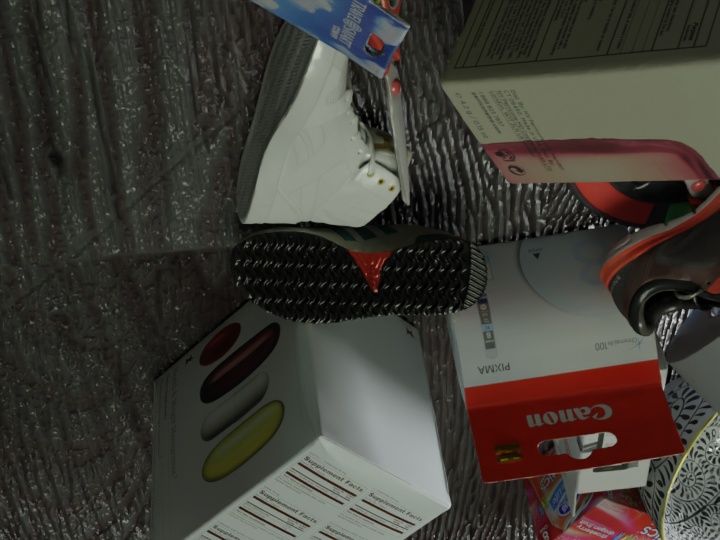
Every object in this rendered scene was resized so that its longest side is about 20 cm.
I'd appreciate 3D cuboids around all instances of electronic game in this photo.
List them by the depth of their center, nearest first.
[{"bbox_3d":[0.245,-0.109,0.969,0.196,0.042,0.202,-5,135,-5],"label":"electronic game"}]

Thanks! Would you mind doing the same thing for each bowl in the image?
[{"bbox_3d":[0.315,0.158,1.184,0.199,0.094,0.203,-21,128,-29],"label":"bowl"}]

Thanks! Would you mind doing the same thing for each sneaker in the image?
[{"bbox_3d":[-0.012,-0.108,0.915,0.114,0.074,0.201,4,141,-19],"label":"sneaker"},{"bbox_3d":[0.277,-0.011,0.952,0.199,0.083,0.077,-31,140,22],"label":"sneaker"},{"bbox_3d":[0.000,0.000,1.005,0.196,0.093,0.072,0,96,5],"label":"sneaker"}]

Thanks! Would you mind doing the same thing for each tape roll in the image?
[{"bbox_3d":[0.328,0.022,0.991,0.066,0.200,0.200,45,121,2],"label":"tape roll"}]

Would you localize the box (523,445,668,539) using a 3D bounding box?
[{"bbox_3d":[0.271,0.237,1.274,0.198,0.096,0.100,22,129,-28],"label":"box"}]

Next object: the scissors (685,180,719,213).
[{"bbox_3d":[0.253,-0.056,0.976,0.073,0.014,0.199,-33,140,27],"label":"scissors"}]

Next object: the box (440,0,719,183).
[{"bbox_3d":[0.172,-0.136,0.809,0.198,0.129,0.109,3,147,40],"label":"box"}]

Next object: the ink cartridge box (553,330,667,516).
[{"bbox_3d":[0.211,0.110,1.126,0.067,0.117,0.202,-5,136,-2],"label":"ink cartridge box"}]

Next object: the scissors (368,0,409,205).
[{"bbox_3d":[0.024,-0.140,0.881,0.014,0.074,0.202,6,138,27],"label":"scissors"}]

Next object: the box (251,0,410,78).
[{"bbox_3d":[-0.057,-0.191,0.739,0.198,0.122,0.048,30,83,-3],"label":"box"}]

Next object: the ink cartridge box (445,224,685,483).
[{"bbox_3d":[0.152,0.059,1.006,0.157,0.202,0.048,-8,138,-1],"label":"ink cartridge box"}]

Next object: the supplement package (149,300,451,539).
[{"bbox_3d":[-0.057,0.139,1.058,0.199,0.193,0.146,-39,128,26],"label":"supplement package"}]
